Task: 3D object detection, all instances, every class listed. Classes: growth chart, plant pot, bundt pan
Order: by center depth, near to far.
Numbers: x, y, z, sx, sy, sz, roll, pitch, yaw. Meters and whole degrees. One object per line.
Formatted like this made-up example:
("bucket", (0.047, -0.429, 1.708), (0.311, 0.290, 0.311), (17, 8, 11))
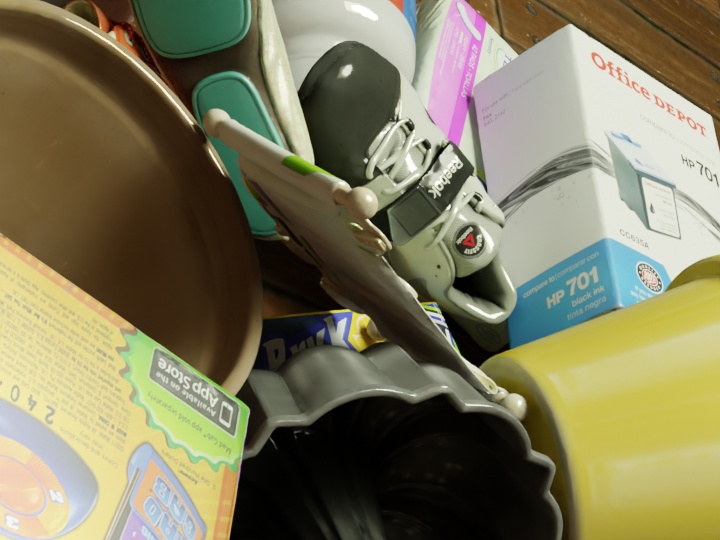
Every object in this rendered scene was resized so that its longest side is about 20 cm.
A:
("plant pot", (-0.142, -0.007, 0.825), (0.200, 0.092, 0.202), (33, 41, -34))
("bundt pan", (-0.014, 0.115, 0.888), (0.201, 0.202, 0.076), (29, 16, -36))
("growth chart", (0.000, 0.000, 0.902), (0.144, 0.018, 0.200), (33, -12, 43))
("plant pot", (0.159, 0.094, 0.979), (0.187, 0.201, 0.202), (-6, 65, -22))

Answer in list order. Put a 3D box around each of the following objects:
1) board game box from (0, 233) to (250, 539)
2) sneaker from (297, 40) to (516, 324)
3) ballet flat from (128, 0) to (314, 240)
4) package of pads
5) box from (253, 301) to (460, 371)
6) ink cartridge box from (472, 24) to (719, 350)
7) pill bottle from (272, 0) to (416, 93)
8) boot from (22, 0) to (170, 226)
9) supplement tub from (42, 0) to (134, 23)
("board game box", (-0.184, 0.112, 0.649), (0.200, 0.199, 0.201), (37, 39, -28))
("sneaker", (0.035, -0.042, 1.044), (0.074, 0.088, 0.200), (-50, 140, -13))
("ballet flat", (-0.067, -0.110, 0.953), (0.062, 0.067, 0.202), (-75, 154, -61))
("package of pads", (0.072, -0.064, 1.234), (0.154, 0.068, 0.201), (42, 37, -23))
("box", (-0.027, 0.064, 1.004), (0.199, 0.070, 0.065), (-5, 63, -53))
("ink cartridge box", (0.151, -0.021, 1.166), (0.146, 0.086, 0.202), (25, 47, -38))
("pill bottle", (-0.022, -0.148, 1.140), (0.112, 0.112, 0.201), (32, 42, -33))
("boot", (-0.113, -0.085, 0.971), (0.200, 0.074, 0.108), (-34, 129, -57))
("supplement tub", (-0.178, -0.216, 0.985), (0.122, 0.122, 0.202), (11, 56, -47))
